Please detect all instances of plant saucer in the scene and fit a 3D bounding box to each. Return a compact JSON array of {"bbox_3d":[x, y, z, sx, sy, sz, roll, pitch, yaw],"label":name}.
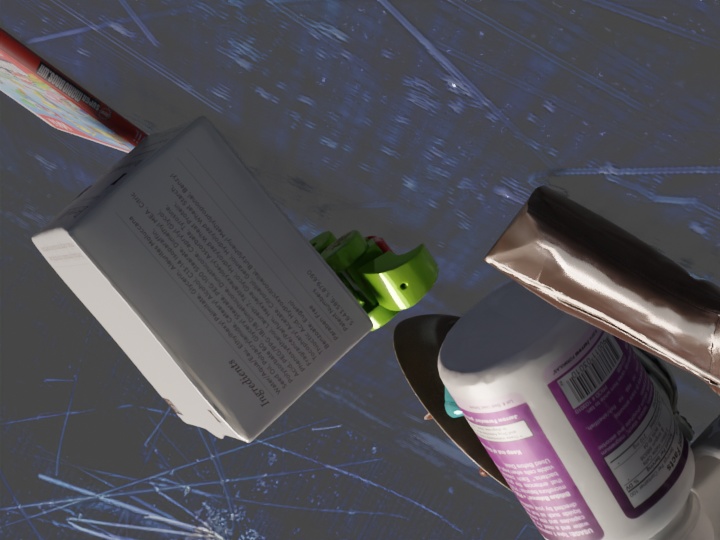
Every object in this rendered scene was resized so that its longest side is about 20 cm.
[{"bbox_3d":[0.109,0.103,1.564,0.200,0.032,0.201,37,-159,-16],"label":"plant saucer"}]

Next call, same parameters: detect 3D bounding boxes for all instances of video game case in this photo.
[{"bbox_3d":[-0.264,-0.152,1.551,0.142,0.018,0.200,20,168,45],"label":"video game case"}]

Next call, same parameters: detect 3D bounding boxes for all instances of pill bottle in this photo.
[{"bbox_3d":[0.141,0.107,1.249,0.201,0.112,0.112,57,160,-21],"label":"pill bottle"}]

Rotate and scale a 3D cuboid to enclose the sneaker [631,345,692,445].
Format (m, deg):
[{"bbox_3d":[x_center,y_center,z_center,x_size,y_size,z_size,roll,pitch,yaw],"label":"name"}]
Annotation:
[{"bbox_3d":[0.198,0.125,1.354,0.200,0.074,0.116,52,172,7],"label":"sneaker"}]

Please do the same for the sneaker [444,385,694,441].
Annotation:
[{"bbox_3d":[0.153,0.103,1.484,0.199,0.080,0.077,19,174,-12],"label":"sneaker"}]

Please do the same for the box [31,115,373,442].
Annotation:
[{"bbox_3d":[-0.121,0.007,1.462,0.200,0.131,0.199,50,167,-11],"label":"box"}]

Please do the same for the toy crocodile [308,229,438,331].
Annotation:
[{"bbox_3d":[0.000,0.000,1.480,0.068,0.062,0.200,52,169,-10],"label":"toy crocodile"}]

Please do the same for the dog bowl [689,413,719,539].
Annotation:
[{"bbox_3d":[0.279,0.171,1.261,0.201,0.058,0.200,53,165,21],"label":"dog bowl"}]

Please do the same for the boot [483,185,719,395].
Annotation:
[{"bbox_3d":[0.167,0.034,1.095,0.199,0.065,0.187,23,157,15],"label":"boot"}]

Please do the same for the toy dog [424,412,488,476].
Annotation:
[{"bbox_3d":[0.123,0.144,1.802,0.131,0.097,0.200,26,171,17],"label":"toy dog"}]
